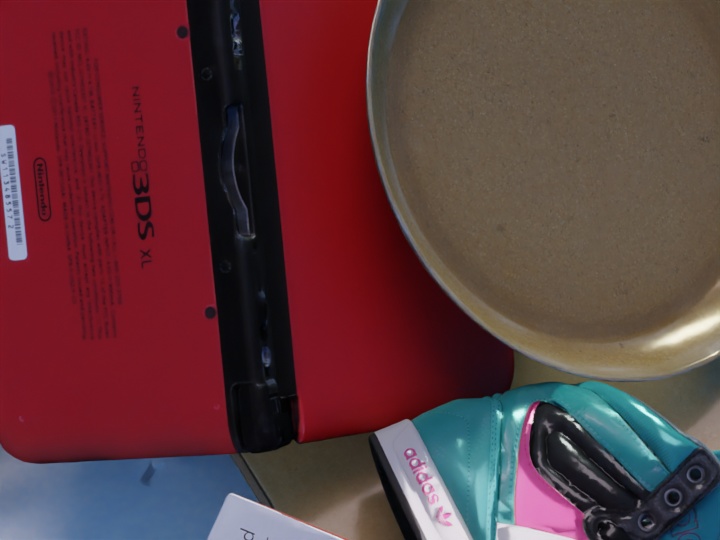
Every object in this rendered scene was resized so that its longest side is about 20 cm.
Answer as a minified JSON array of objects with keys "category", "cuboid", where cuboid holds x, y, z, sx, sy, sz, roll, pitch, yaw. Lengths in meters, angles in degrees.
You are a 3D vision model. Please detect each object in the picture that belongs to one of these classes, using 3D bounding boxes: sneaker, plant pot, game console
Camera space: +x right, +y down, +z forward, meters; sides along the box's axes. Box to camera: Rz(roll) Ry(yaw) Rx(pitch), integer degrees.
[{"category":"sneaker","cuboid":[0.097,0.119,0.703,0.120,0.084,0.201,-25,67,-6]},{"category":"plant pot","cuboid":[0.087,-0.056,0.759,0.199,0.027,0.201,5,78,-24]},{"category":"game console","cuboid":[-0.048,-0.036,0.760,0.172,0.201,0.119,-5,1,24]}]

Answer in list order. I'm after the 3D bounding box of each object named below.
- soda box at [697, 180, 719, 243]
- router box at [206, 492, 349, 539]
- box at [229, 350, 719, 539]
[{"category":"soda box","cuboid":[0.170,-0.087,0.867,0.063,0.068,0.201,2,63,4]},{"category":"router box","cuboid":[0.001,0.195,0.616,0.179,0.049,0.201,19,75,19]},{"category":"box","cuboid":[0.060,0.063,0.784,0.199,0.021,0.164,-27,67,-17]}]
